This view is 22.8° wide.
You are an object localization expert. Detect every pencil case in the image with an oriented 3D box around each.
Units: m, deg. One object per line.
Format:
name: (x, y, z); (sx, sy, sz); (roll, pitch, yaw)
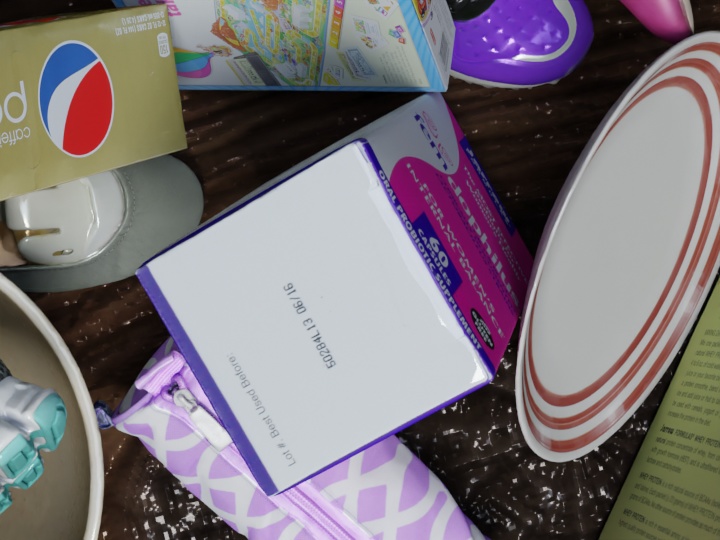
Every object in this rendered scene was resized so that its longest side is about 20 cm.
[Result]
pencil case: (-0.020, 0.097, 0.801); (0.200, 0.085, 0.084); (41, 88, -7)

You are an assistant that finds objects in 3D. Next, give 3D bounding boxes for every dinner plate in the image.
dinner plate: (0.117, -0.011, 0.786); (0.024, 0.200, 0.201); (23, 86, 29)

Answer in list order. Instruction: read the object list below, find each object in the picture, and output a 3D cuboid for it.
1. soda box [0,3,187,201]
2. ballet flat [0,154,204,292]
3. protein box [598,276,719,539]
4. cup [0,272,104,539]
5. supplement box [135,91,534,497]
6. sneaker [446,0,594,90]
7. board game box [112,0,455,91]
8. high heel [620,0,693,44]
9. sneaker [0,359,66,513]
soda box: (-0.154, -0.059, 0.684); (0.067, 0.200, 0.064); (0, 103, 31)
ballet flat: (-0.167, -0.023, 0.789); (0.199, 0.064, 0.068); (-3, 90, -8)
protein box: (0.223, 0.083, 0.778); (0.134, 0.199, 0.201); (26, 86, -8)
cup: (-0.208, 0.080, 0.744); (0.199, 0.143, 0.202); (0, 90, -9)
supplement box: (0.000, 0.000, 0.736); (0.103, 0.200, 0.102); (-29, 95, 13)
sneaker: (0.021, -0.148, 0.796); (0.199, 0.100, 0.070); (33, 88, -7)
board game box: (-0.046, -0.137, 0.722); (0.134, 0.200, 0.034); (2, 66, 15)
high heel: (0.063, -0.168, 0.769); (0.096, 0.067, 0.201); (-30, 80, 10)
sneaker: (-0.204, 0.089, 0.647); (0.200, 0.078, 0.091); (-41, 79, -9)
